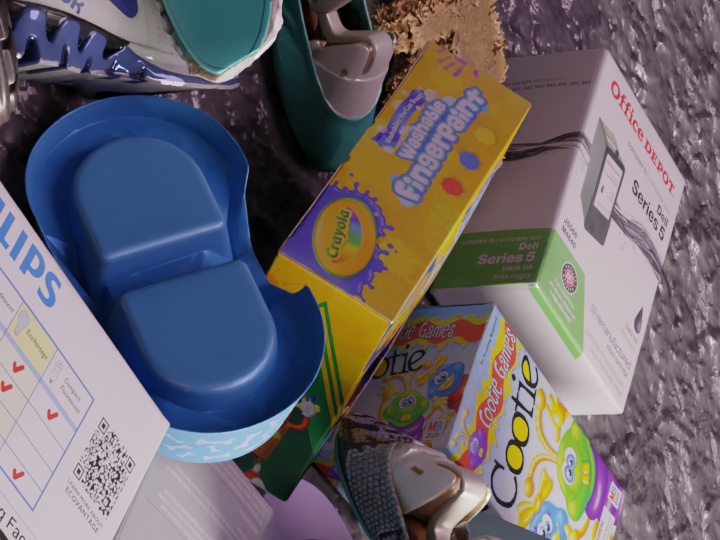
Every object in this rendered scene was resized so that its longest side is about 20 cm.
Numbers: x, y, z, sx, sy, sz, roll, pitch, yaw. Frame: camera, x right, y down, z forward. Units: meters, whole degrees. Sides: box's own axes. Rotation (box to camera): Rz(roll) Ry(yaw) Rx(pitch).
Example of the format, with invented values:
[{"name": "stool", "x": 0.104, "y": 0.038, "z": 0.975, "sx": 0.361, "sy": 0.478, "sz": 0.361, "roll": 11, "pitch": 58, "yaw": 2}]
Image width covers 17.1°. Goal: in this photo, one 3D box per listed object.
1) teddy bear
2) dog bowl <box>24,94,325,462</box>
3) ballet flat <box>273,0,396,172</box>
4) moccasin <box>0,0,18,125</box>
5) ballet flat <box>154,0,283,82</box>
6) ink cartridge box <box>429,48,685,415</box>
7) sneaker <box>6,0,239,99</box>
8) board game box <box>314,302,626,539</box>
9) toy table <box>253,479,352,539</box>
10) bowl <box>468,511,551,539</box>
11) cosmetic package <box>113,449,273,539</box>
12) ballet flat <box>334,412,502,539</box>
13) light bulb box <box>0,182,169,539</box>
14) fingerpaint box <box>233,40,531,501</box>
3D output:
[{"name": "teddy bear", "x": 0.047, "y": -0.135, "z": 1.494, "sx": 0.145, "sy": 0.066, "sz": 0.201, "roll": -28, "pitch": 117, "yaw": -46}, {"name": "dog bowl", "x": -0.093, "y": 0.006, "z": 1.164, "sx": 0.050, "sy": 0.111, "sz": 0.201, "roll": 103, "pitch": -35, "yaw": -55}, {"name": "ballet flat", "x": -0.018, "y": -0.148, "z": 1.371, "sx": 0.067, "sy": 0.070, "sz": 0.201, "roll": -28, "pitch": 111, "yaw": -41}, {"name": "moccasin", "x": -0.212, "y": -0.150, "z": 1.048, "sx": 0.202, "sy": 0.077, "sz": 0.074, "roll": 63, "pitch": -3, "yaw": -17}, {"name": "ballet flat", "x": -0.080, "y": -0.189, "z": 1.169, "sx": 0.072, "sy": 0.071, "sz": 0.201, "roll": -8, "pitch": 83, "yaw": -58}, {"name": "ink cartridge box", "x": 0.135, "y": -0.026, "z": 1.589, "sx": 0.146, "sy": 0.084, "sz": 0.201, "roll": 53, "pitch": 45, "yaw": -41}, {"name": "sneaker", "x": -0.133, "y": -0.147, "z": 1.180, "sx": 0.199, "sy": 0.080, "sz": 0.116, "roll": 4, "pitch": 85, "yaw": -56}, {"name": "board game box", "x": 0.066, "y": 0.121, "z": 1.448, "sx": 0.200, "sy": 0.104, "sz": 0.103, "roll": 53, "pitch": 46, "yaw": -40}, {"name": "toy table", "x": 0.008, "y": 0.212, "z": 1.336, "sx": 0.184, "sy": 0.117, "sz": 0.201, "roll": -53, "pitch": 131, "yaw": -45}, {"name": "bowl", "x": 0.100, "y": 0.230, "z": 1.276, "sx": 0.200, "sy": 0.104, "sz": 0.202, "roll": 7, "pitch": 82, "yaw": -58}, {"name": "cosmetic package", "x": -0.128, "y": 0.168, "z": 1.156, "sx": 0.107, "sy": 0.090, "sz": 0.201, "roll": 57, "pitch": 45, "yaw": -38}, {"name": "ballet flat", "x": 0.043, "y": 0.140, "z": 1.207, "sx": 0.072, "sy": 0.072, "sz": 0.201, "roll": 41, "pitch": 23, "yaw": -48}, {"name": "light bulb box", "x": -0.207, "y": 0.078, "z": 0.998, "sx": 0.199, "sy": 0.124, "sz": 0.201, "roll": 59, "pitch": 41, "yaw": -35}, {"name": "fingerpaint box", "x": 0.000, "y": 0.000, "z": 1.297, "sx": 0.200, "sy": 0.073, "sz": 0.167, "roll": -56, "pitch": 177, "yaw": -45}]
